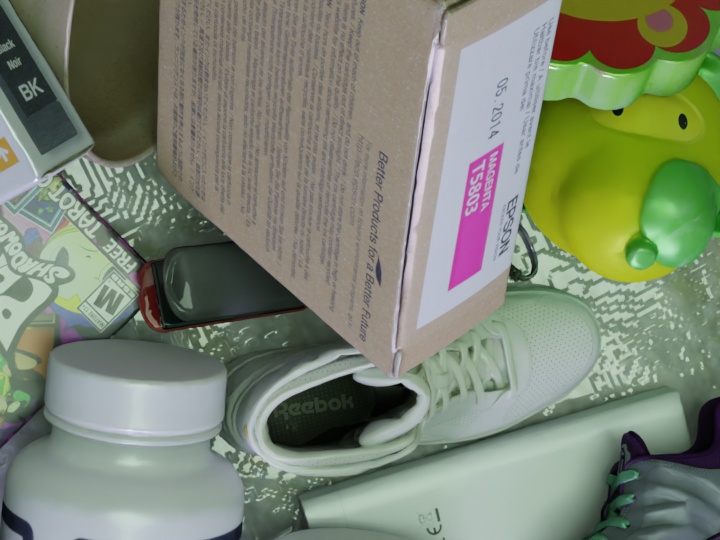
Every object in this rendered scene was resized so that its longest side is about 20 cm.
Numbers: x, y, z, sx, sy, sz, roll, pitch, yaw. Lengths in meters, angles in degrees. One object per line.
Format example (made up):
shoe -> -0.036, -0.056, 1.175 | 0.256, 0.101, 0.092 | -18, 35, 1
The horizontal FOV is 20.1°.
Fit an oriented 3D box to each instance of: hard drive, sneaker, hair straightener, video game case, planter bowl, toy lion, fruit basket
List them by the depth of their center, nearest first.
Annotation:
toy lion -> 0.085, -0.169, 0.874 | 0.200, 0.069, 0.192 | 35, 66, 11
planter bowl -> -0.131, -0.162, 0.882 | 0.134, 0.200, 0.201 | 23, 91, 14
fruit basket -> 0.110, -0.078, 0.921 | 0.214, 0.216, 0.156 | 7, 94, -12
video game case -> -0.223, -0.002, 0.944 | 0.181, 0.036, 0.200 | -44, 102, -3
hair straightener -> 0.000, 0.000, 0.953 | 0.199, 0.077, 0.041 | -2, 81, -24
sneaker -> 0.035, 0.057, 0.962 | 0.199, 0.116, 0.074 | -14, 96, -11
sneaker -> 0.126, 0.135, 0.992 | 0.200, 0.074, 0.088 | -33, 87, -16
hard drive -> 0.079, 0.149, 1.025 | 0.199, 0.027, 0.133 | -15, 98, -9

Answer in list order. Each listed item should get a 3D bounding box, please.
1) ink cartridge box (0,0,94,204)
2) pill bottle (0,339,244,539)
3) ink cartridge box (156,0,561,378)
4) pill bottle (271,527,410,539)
ink cartridge box -> -0.231, -0.095, 0.834 | 0.201, 0.198, 0.043 | 59, 39, -9
pill bottle -> -0.111, 0.138, 0.933 | 0.110, 0.111, 0.201 | 4, 101, -12
ink cartridge box -> -0.007, -0.083, 0.833 | 0.075, 0.165, 0.201 | -31, 146, -32
pill bottle -> -0.009, 0.232, 0.947 | 0.113, 0.114, 0.201 | 7, 101, -12
